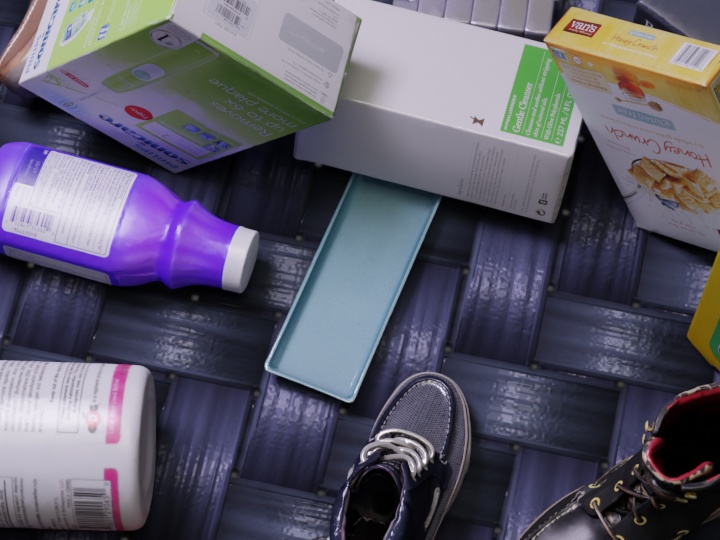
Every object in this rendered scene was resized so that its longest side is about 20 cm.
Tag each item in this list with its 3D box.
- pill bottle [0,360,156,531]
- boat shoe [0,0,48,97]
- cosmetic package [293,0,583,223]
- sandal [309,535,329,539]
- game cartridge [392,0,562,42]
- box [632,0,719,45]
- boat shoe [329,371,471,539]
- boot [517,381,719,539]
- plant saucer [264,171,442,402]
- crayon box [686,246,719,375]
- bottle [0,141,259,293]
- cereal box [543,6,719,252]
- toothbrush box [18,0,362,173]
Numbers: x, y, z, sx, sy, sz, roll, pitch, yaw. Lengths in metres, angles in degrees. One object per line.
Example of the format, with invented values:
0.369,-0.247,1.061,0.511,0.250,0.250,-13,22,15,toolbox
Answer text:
-0.244,0.118,1.400,0.200,0.113,0.113,2,67,1,pill bottle
-0.220,-0.214,1.566,0.072,0.076,0.200,26,61,14,boat shoe
0.061,-0.119,1.503,0.200,0.085,0.108,14,53,3,cosmetic package
0.001,0.272,1.378,0.075,0.048,0.201,-14,55,-4,sandal
0.101,-0.270,1.606,0.130,0.038,0.200,10,68,0,game cartridge
0.293,-0.123,1.454,0.197,0.200,0.117,39,73,16,box
0.029,0.136,1.387,0.075,0.093,0.200,10,55,10,boat shoe
0.190,0.147,1.367,0.200,0.151,0.073,-24,69,-10,boot
0.000,0.000,1.501,0.070,0.019,0.200,21,70,8,plant saucer
0.314,0.073,1.386,0.058,0.173,0.200,-35,72,-13,crayon box
-0.174,-0.032,1.489,0.200,0.065,0.084,15,69,6,bottle
0.221,-0.087,1.417,0.144,0.200,0.040,22,64,44,cereal box
-0.121,-0.153,1.444,0.146,0.200,0.086,30,65,-32,toothbrush box
